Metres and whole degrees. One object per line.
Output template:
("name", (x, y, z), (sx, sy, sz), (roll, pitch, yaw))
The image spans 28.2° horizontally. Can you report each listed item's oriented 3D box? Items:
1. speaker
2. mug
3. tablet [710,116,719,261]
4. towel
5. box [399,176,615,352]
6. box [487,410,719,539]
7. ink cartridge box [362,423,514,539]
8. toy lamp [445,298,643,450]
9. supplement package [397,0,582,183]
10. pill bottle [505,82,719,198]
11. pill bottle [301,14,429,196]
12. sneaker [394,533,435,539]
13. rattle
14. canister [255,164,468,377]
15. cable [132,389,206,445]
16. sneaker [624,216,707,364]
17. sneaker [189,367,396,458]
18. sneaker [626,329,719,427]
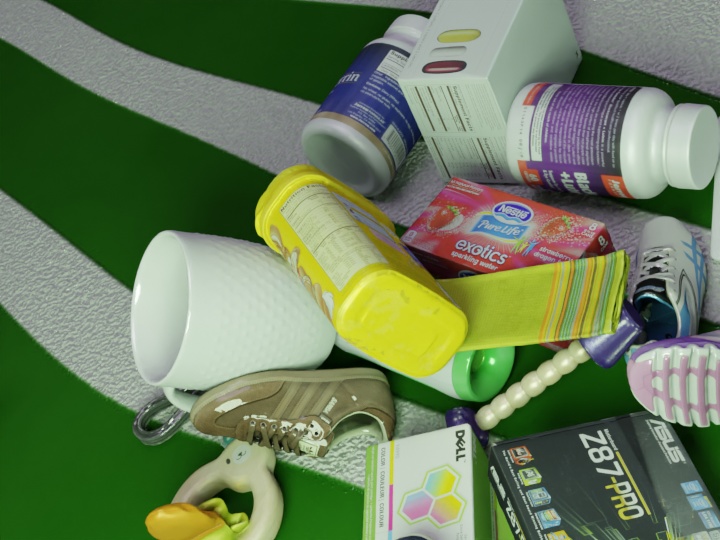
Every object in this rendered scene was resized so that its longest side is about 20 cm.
("speaker", (0.053, 0.062, 1.407), (0.199, 0.089, 0.089), (20, 61, 41))
("mug", (-0.127, 0.064, 1.414), (0.201, 0.174, 0.148), (-64, 36, 30))
("tablet", (0.411, -0.092, 1.405), (0.129, 0.014, 0.201), (-7, 47, 25))
("towel", (0.145, 0.031, 1.289), (0.198, 0.018, 0.087), (-9, 47, 34))
("box", (0.149, -0.007, 1.410), (0.199, 0.096, 0.100), (22, 62, 42))
("box", (0.209, 0.212, 1.162), (0.159, 0.049, 0.201), (-9, 43, -11))
("ink cartridge box", (0.107, 0.209, 1.241), (0.198, 0.076, 0.149), (-16, 44, 18))
("toy lamp", (0.166, 0.094, 1.289), (0.199, 0.058, 0.059), (-37, 38, 23))
("supplement package", (0.147, -0.222, 1.572), (0.110, 0.156, 0.201), (3, 51, 31))
("pill bottle", (0.257, -0.132, 1.457), (0.198, 0.112, 0.112), (8, 54, 35))
("pill bottle", (0.028, -0.192, 1.643), (0.115, 0.116, 0.201), (12, 56, 37))
("sneaker", (0.077, 0.296, 1.120), (0.075, 0.084, 0.200), (-45, 71, 8))
("rattle", (-0.144, 0.183, 1.369), (0.129, 0.143, 0.202), (-15, 47, 43))
("canister", (0.000, 0.000, 1.318), (0.087, 0.148, 0.200), (-52, 37, 10))
("cable", (-0.152, 0.116, 1.523), (0.097, 0.050, 0.201), (33, 82, 27))
("sneaker", (0.280, 0.019, 1.330), (0.071, 0.073, 0.201), (-10, 44, 24))
("sneaker", (-0.061, 0.141, 1.363), (0.197, 0.071, 0.076), (-8, 56, -13))
("sneaker", (0.323, 0.075, 1.232), (0.197, 0.081, 0.089), (-4, 34, -3))
